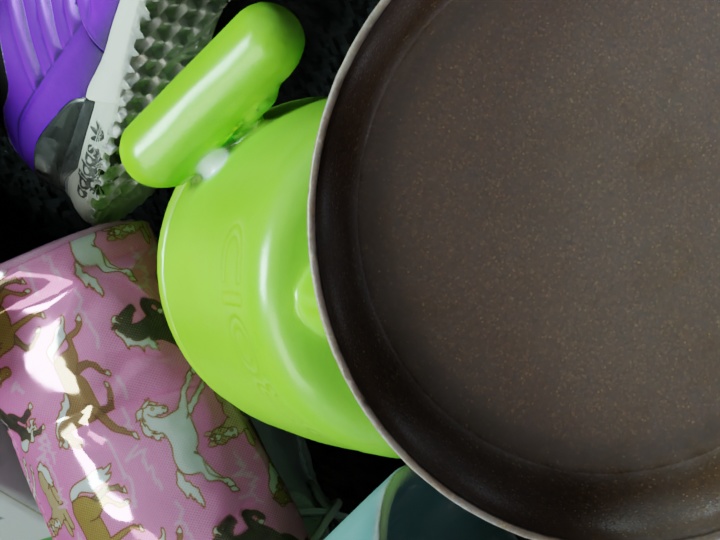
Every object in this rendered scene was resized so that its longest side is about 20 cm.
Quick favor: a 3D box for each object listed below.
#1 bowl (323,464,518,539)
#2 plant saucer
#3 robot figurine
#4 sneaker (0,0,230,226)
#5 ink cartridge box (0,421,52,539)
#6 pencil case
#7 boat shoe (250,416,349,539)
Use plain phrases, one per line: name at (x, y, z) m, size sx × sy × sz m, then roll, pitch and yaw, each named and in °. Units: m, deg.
bowl at (0.015, 0.174, 0.931) m, size 0.105 × 0.201 × 0.201 m, roll -28°, pitch 105°, yaw 16°
plant saucer at (0.079, -0.018, 0.868) m, size 0.201 × 0.200 × 0.032 m, roll 55°, pitch 175°, yaw -12°
robot figurine at (0.000, 0.000, 0.975) m, size 0.175 × 0.116 × 0.200 m, roll 39°, pitch 169°, yaw -16°
sneaker at (-0.094, -0.111, 1.021) m, size 0.099 × 0.070 × 0.200 m, roll 40°, pitch 132°, yaw 16°
ink cartridge box at (-0.191, 0.052, 1.136) m, size 0.146 × 0.083 × 0.200 m, roll -14°, pitch 143°, yaw 40°
pencil case at (-0.075, 0.081, 1.048) m, size 0.201 × 0.086 × 0.083 m, roll 65°, pitch 150°, yaw 10°
boat shoe at (-0.030, 0.113, 1.104) m, size 0.068 × 0.072 × 0.201 m, roll -4°, pitch 90°, yaw 40°
